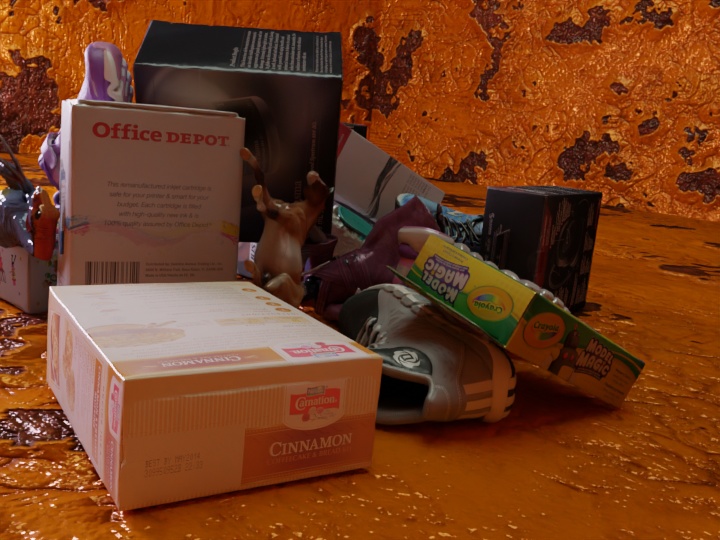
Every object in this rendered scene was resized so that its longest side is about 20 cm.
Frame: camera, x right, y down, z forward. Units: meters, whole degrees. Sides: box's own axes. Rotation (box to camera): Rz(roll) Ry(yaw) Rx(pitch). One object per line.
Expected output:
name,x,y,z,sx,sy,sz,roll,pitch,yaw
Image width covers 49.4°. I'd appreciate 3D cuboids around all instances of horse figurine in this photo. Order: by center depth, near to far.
horse figurine,-0.077,-0.012,0.697,0.050,0.201,0.133,0,-19,19

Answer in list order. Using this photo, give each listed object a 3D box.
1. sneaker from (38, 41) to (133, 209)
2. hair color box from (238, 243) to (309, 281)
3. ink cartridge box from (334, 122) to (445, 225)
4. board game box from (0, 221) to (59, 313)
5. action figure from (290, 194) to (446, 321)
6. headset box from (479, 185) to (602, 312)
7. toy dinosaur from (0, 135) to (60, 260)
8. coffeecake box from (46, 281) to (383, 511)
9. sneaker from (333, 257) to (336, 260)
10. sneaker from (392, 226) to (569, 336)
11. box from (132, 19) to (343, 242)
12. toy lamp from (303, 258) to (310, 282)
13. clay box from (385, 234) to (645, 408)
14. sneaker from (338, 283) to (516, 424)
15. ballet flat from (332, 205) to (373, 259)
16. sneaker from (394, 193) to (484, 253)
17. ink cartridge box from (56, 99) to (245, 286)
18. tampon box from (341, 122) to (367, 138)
sneaker,-0.264,-0.121,0.753,0.088,0.201,0.081,6,35,-10
hair color box,-0.137,-0.046,0.997,0.199,0.102,0.061,14,13,42
ink cartridge box,-0.013,-0.115,1.017,0.199,0.083,0.147,31,-8,-22
board game box,-0.293,-0.011,0.836,0.147,0.065,0.199,14,15,38
action figure,0.000,0.000,0.821,0.199,0.135,0.149,-19,-25,2
headset box,0.206,-0.022,0.917,0.077,0.150,0.200,13,14,35
toy dinosaur,-0.306,-0.062,0.719,0.181,0.105,0.200,34,10,25
coffeecake box,-0.104,0.064,0.504,0.153,0.074,0.200,-1,12,-31
sneaker,-0.089,-0.040,1.062,0.199,0.074,0.115,11,9,22
sneaker,0.108,0.035,0.740,0.199,0.089,0.080,25,-6,-20
box,-0.123,-0.139,0.819,0.197,0.201,0.124,2,38,-4
toy lamp,0.038,0.014,0.897,0.199,0.059,0.058,-1,12,-18
clay box,0.120,0.036,0.596,0.200,0.048,0.115,29,3,-42
sneaker,0.012,0.060,0.592,0.115,0.075,0.200,-5,16,-34
ballet flat,0.028,-0.012,0.959,0.199,0.072,0.072,29,1,-24
sneaker,0.114,-0.051,0.929,0.090,0.079,0.200,-9,-13,39
ink cartridge box,-0.185,-0.044,0.686,0.145,0.201,0.087,-1,13,-27
tampon box,-0.083,-0.146,1.285,0.126,0.201,0.150,-1,13,-30
